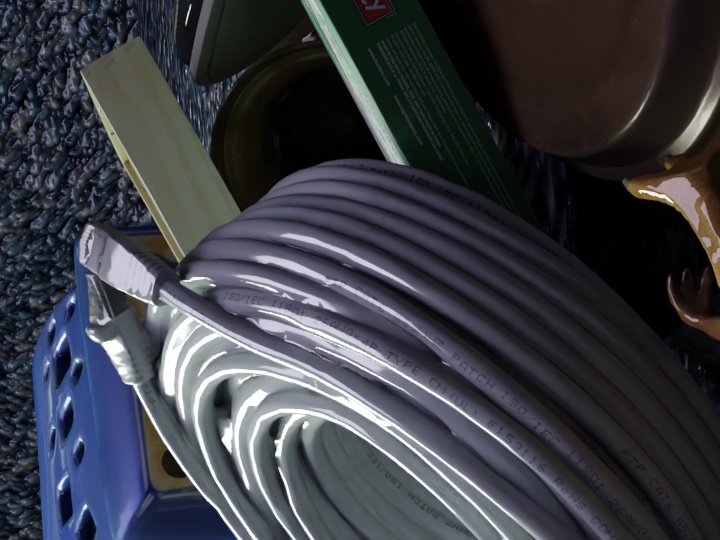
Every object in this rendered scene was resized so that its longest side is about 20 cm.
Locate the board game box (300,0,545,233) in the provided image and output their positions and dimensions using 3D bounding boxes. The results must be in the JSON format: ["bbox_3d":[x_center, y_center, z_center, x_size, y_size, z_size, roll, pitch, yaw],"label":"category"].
[{"bbox_3d":[0.024,-0.041,0.674,0.200,0.029,0.135,61,-179,0],"label":"board game box"}]

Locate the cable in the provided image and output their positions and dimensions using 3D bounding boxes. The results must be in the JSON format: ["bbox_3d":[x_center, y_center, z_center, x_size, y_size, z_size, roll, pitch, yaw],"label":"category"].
[{"bbox_3d":[0.026,0.061,0.594,0.200,0.069,0.200,17,142,41],"label":"cable"}]

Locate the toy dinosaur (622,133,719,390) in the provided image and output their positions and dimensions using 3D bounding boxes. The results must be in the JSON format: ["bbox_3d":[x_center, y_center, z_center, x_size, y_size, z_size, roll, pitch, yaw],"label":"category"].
[{"bbox_3d":[0.109,0.020,0.446,0.200,0.060,0.106,-97,-18,-77],"label":"toy dinosaur"}]

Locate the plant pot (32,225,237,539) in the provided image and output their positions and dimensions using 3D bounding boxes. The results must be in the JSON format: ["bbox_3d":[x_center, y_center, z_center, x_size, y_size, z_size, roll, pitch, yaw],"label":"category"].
[{"bbox_3d":[-0.059,0.081,1.055,0.180,0.199,0.201,113,151,-57],"label":"plant pot"}]

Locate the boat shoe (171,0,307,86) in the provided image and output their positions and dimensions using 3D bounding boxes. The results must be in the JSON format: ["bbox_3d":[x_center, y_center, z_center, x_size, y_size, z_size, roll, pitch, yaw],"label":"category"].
[{"bbox_3d":[-0.039,-0.155,0.775,0.068,0.072,0.200,45,142,23],"label":"boat shoe"}]

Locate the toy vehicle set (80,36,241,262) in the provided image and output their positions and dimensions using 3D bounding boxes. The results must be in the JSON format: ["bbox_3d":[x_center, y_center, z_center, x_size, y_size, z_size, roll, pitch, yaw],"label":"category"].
[{"bbox_3d":[-0.044,0.016,0.802,0.200,0.026,0.124,60,174,9],"label":"toy vehicle set"}]

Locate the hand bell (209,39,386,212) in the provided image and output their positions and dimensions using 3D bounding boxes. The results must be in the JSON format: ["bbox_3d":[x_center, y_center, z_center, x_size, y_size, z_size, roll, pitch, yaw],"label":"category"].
[{"bbox_3d":[0.000,-0.085,0.923,0.200,0.104,0.104,-76,-15,-65],"label":"hand bell"}]

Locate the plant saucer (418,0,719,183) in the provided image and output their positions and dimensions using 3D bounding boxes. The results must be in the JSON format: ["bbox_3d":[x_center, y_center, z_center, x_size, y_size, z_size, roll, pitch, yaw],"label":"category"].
[{"bbox_3d":[0.050,-0.118,0.581,0.200,0.029,0.201,50,150,44],"label":"plant saucer"}]

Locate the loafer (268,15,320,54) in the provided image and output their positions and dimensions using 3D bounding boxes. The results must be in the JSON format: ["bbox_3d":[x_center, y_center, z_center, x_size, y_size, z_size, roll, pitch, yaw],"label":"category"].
[{"bbox_3d":[-0.024,-0.140,1.091,0.200,0.073,0.072,-130,40,-60],"label":"loafer"}]
